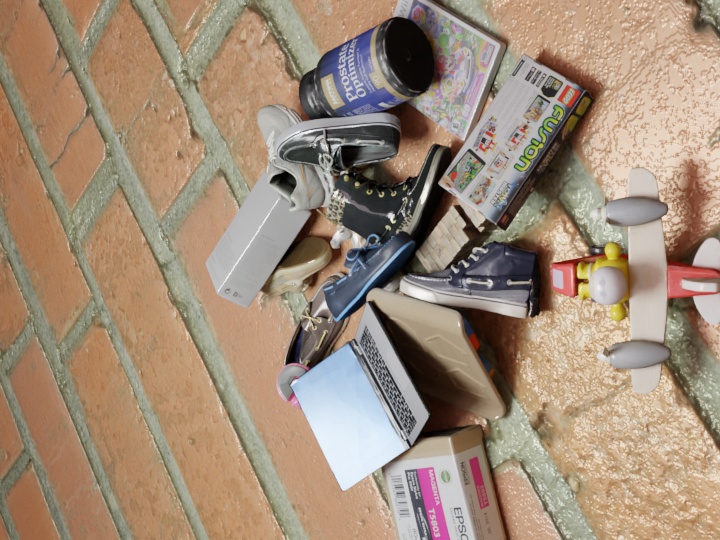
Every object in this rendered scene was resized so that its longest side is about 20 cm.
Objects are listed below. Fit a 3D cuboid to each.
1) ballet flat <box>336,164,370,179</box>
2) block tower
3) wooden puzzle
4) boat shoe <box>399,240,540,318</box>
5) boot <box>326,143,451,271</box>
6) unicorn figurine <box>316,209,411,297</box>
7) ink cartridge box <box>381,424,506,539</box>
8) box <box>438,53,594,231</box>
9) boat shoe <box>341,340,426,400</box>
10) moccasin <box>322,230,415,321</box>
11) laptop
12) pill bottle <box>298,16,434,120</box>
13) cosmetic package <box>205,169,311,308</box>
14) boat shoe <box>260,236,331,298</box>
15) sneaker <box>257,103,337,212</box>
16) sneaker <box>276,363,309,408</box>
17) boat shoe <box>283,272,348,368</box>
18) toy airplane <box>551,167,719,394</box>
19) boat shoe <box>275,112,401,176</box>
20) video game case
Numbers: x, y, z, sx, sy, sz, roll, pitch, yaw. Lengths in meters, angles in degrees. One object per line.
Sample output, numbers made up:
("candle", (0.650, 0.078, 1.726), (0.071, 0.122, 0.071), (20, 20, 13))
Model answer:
("ballet flat", (-0.042, -0.175, 1.530), (0.198, 0.067, 0.074), (21, 119, 43))
("block tower", (0.158, -0.073, 1.354), (0.054, 0.057, 0.201), (55, 128, 23))
("wooden puzzle", (0.114, 0.111, 1.394), (0.183, 0.046, 0.202), (15, 142, 45))
("boat shoe", (0.154, 0.001, 1.334), (0.196, 0.075, 0.095), (9, 100, 14))
("boot", (0.038, -0.118, 1.426), (0.152, 0.073, 0.206), (31, 123, 16))
("unicorn figurine", (0.009, 0.006, 1.514), (0.198, 0.073, 0.140), (26, 107, 23))
("ink cartridge box", (0.121, 0.344, 1.449), (0.163, 0.074, 0.204), (-19, 83, 46))
("box", (0.198, -0.165, 1.256), (0.110, 0.035, 0.202), (39, 99, 33))
("boat shoe", (0.023, 0.181, 1.510), (0.199, 0.067, 0.073), (28, 144, 41))
("moccasin", (0.000, 0.000, 1.418), (0.200, 0.080, 0.069), (-44, 75, 37))
("laptop", (-0.005, 0.186, 1.417), (0.189, 0.114, 0.201), (60, 158, 21))
("pill bottle", (0.004, -0.279, 1.407), (0.198, 0.111, 0.114), (-16, 86, 45))
("cosmetic package", (-0.172, -0.052, 1.619), (0.201, 0.073, 0.102), (-53, 36, 16))
("boat shoe", (-0.108, 0.001, 1.632), (0.198, 0.073, 0.065), (-21, 122, 44))
("sneaker", (-0.117, -0.175, 1.506), (0.201, 0.091, 0.076), (55, 144, 22))
("sneaker", (-0.050, 0.223, 1.586), (0.199, 0.079, 0.095), (39, 170, 1))
("boat shoe", (-0.073, 0.093, 1.610), (0.072, 0.059, 0.202), (44, 125, 30))
("toy airplane", (0.325, 0.015, 1.140), (0.201, 0.140, 0.200), (54, 129, 24))
("boat shoe", (-0.035, -0.174, 1.417), (0.195, 0.074, 0.069), (-4, 60, 15))
("video game case", (0.108, -0.296, 1.391), (0.199, 0.018, 0.145), (40, 124, 33))
